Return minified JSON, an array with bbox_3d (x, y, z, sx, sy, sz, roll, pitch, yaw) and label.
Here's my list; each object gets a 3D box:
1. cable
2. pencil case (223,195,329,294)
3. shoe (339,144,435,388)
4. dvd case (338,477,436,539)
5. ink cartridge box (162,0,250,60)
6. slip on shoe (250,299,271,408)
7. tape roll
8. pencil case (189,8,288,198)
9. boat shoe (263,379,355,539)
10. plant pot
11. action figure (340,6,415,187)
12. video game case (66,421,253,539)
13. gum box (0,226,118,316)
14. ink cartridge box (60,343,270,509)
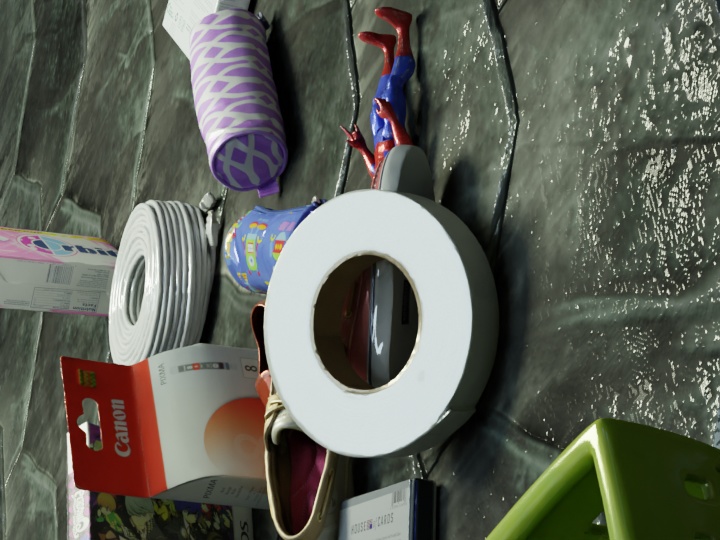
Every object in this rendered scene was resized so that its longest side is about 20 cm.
[{"bbox_3d":[-0.214,0.024,2.210,0.200,0.069,0.200,153,122,-64],"label":"cable"},{"bbox_3d":[-0.055,-0.019,1.807,0.200,0.078,0.087,179,82,-68],"label":"pencil case"},{"bbox_3d":[0.000,0.000,1.623,0.091,0.071,0.200,4,89,30],"label":"shoe"},{"bbox_3d":[0.016,0.268,1.597,0.150,0.025,0.200,150,125,-64],"label":"dvd case"},{"bbox_3d":[-0.152,-0.326,2.221,0.196,0.043,0.200,-127,51,-63],"label":"ink cartridge box"},{"bbox_3d":[-0.062,0.109,1.804,0.074,0.061,0.200,127,144,-48],"label":"slip on shoe"},{"bbox_3d":[0.014,0.040,1.546,0.203,0.037,0.203,-4,84,38],"label":"tape roll"},{"bbox_3d":[-0.120,-0.168,2.030,0.086,0.084,0.200,69,-172,-47],"label":"pencil case"},{"bbox_3d":[-0.045,0.134,1.708,0.074,0.069,0.200,-14,71,23],"label":"boat shoe"},{"bbox_3d":[0.166,0.209,1.021,0.199,0.181,0.200,123,148,-48],"label":"plant pot"},{"bbox_3d":[0.021,-0.115,1.698,0.065,0.052,0.200,-43,46,54],"label":"action figure"},{"bbox_3d":[-0.176,0.246,1.862,0.036,0.200,0.181,-32,49,34],"label":"video game case"},{"bbox_3d":[-0.369,0.000,2.447,0.114,0.200,0.066,39,118,57],"label":"gum box"},{"bbox_3d":[-0.159,0.130,1.850,0.162,0.200,0.050,-104,33,-44],"label":"ink cartridge box"}]
